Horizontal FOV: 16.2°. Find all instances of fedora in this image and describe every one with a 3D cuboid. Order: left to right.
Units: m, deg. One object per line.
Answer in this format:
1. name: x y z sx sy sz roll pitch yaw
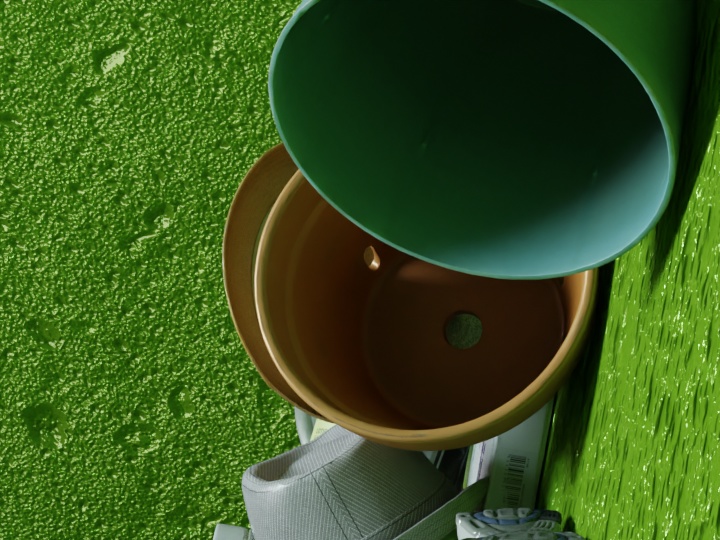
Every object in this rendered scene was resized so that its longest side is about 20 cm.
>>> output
1. fedora: -0.013 0.143 1.573 0.090 0.177 0.200 62 -174 -1
2. fedora: 0.000 0.000 1.642 0.082 0.200 0.201 -20 51 44

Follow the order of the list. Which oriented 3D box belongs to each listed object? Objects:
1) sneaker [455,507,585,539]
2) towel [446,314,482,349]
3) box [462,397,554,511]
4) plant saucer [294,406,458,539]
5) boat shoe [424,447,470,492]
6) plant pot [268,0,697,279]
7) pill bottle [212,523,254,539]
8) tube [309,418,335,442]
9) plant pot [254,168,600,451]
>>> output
1. sneaker: 0.085 0.179 1.349 0.200 0.074 0.087 -18 -73 -84
2. towel: 0.056 0.039 1.762 0.200 0.036 0.149 140 144 -66
3. box: 0.102 0.091 1.691 0.200 0.036 0.145 -125 45 -86
4. plant saucer: 0.034 0.146 1.899 0.050 0.200 0.200 -38 21 23
5. boat shoe: 0.081 0.078 1.833 0.200 0.071 0.072 -68 20 -2
6. plant pot: 0.075 -0.122 1.236 0.201 0.200 0.161 102 -171 -51
7. pill bottle: -0.008 0.231 1.726 0.112 0.199 0.113 -170 90 -88
8. tube: 0.006 0.064 1.746 0.052 0.058 0.200 68 -141 -75
9. plant pot: 0.049 0.020 1.499 0.140 0.200 0.201 55 -137 -69
